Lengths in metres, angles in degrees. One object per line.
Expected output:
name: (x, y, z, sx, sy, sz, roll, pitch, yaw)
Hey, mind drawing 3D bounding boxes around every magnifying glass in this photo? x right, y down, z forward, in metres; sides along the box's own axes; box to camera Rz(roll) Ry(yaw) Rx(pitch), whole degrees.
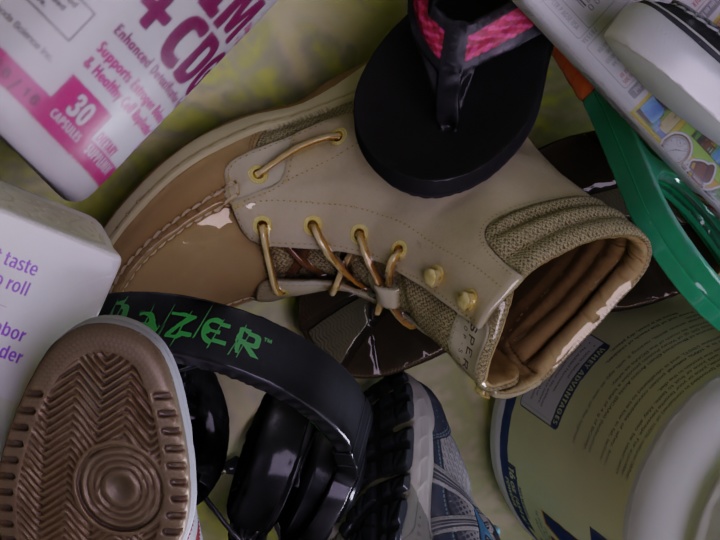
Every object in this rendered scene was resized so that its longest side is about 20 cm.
magnifying glass: (0.114, -0.058, 0.859, 0.022, 0.201, 0.079, -40, 157, 23)

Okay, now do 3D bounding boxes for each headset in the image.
headset: (-0.052, 0.058, 0.813, 0.122, 0.201, 0.095, 10, 60, 11)

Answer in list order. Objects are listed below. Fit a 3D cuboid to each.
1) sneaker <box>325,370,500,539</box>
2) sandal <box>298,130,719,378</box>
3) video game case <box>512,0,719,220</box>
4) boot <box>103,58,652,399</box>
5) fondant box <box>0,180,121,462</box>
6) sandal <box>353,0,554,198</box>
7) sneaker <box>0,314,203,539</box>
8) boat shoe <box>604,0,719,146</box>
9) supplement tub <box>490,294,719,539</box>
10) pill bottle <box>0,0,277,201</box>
sneaker: (0.031, 0.135, 0.870, 0.086, 0.201, 0.078, 26, 130, -33)
sandal: (0.069, -0.004, 0.908, 0.199, 0.055, 0.082, -23, 85, 0)
video game case: (0.182, -0.126, 0.820, 0.182, 0.023, 0.200, 42, 89, -23)
boot: (0.000, 0.000, 0.824, 0.199, 0.156, 0.073, -28, 139, -15)
fondant box: (-0.192, 0.051, 0.722, 0.143, 0.058, 0.201, 22, 97, -23)
sandal: (0.055, -0.113, 0.834, 0.201, 0.075, 0.045, -59, 157, -29)
sneaker: (-0.077, 0.098, 0.752, 0.071, 0.113, 0.202, 8, 111, 15)
boat shoe: (0.180, -0.062, 0.787, 0.199, 0.072, 0.068, 30, 97, -25)
supplement tub: (0.157, 0.090, 0.887, 0.144, 0.200, 0.146, -5, 105, -20)
pill bottle: (-0.080, -0.134, 0.783, 0.200, 0.113, 0.113, -47, 115, -5)
